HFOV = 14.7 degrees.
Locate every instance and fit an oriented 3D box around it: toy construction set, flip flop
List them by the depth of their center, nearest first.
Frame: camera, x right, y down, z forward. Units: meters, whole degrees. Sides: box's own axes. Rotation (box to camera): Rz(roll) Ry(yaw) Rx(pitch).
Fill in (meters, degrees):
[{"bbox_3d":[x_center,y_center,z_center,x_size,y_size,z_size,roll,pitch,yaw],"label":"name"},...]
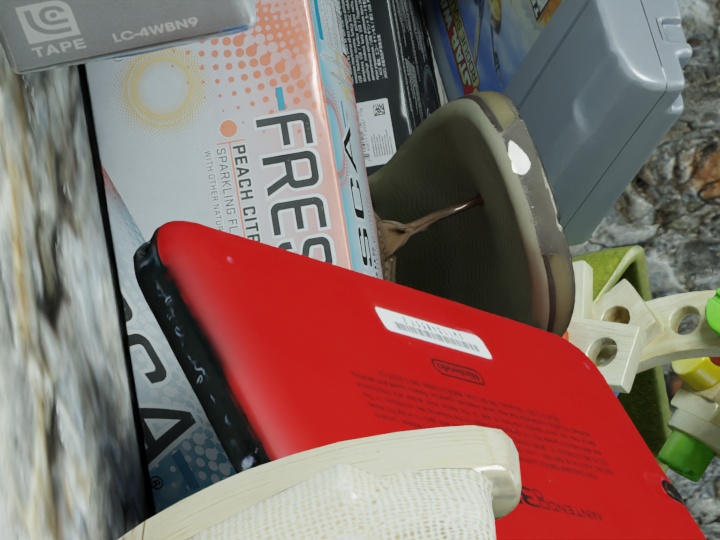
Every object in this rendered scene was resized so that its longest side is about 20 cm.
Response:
[{"bbox_3d":[0.000,0.000,0.866,0.200,0.058,0.081,-16,-87,57],"label":"flip flop"},{"bbox_3d":[0.129,0.038,0.939,0.200,0.131,0.092,18,98,-51],"label":"toy construction set"}]

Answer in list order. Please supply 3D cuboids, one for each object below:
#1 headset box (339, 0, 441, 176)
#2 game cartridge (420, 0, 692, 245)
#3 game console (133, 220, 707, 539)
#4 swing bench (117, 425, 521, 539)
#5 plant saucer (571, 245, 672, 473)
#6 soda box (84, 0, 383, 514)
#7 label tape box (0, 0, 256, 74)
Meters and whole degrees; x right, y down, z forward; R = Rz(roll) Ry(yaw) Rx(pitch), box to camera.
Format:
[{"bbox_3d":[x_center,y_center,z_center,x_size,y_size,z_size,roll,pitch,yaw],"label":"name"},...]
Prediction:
[{"bbox_3d":[-0.006,-0.041,1.079,0.200,0.077,0.149,16,64,-85],"label":"headset box"},{"bbox_3d":[0.064,-0.117,1.058,0.133,0.041,0.200,126,-44,-51],"label":"game cartridge"},{"bbox_3d":[0.007,0.100,0.723,0.200,0.119,0.172,18,35,-52],"label":"game console"},{"bbox_3d":[-0.011,0.162,0.425,0.199,0.130,0.200,-87,161,-65],"label":"swing bench"},{"bbox_3d":[0.047,0.100,1.113,0.200,0.048,0.200,-52,155,-17],"label":"plant saucer"},{"bbox_3d":[-0.029,0.006,0.789,0.064,0.068,0.200,16,64,-81],"label":"soda box"},{"bbox_3d":[-0.076,-0.166,0.630,0.200,0.066,0.143,77,6,-49],"label":"label tape box"}]
